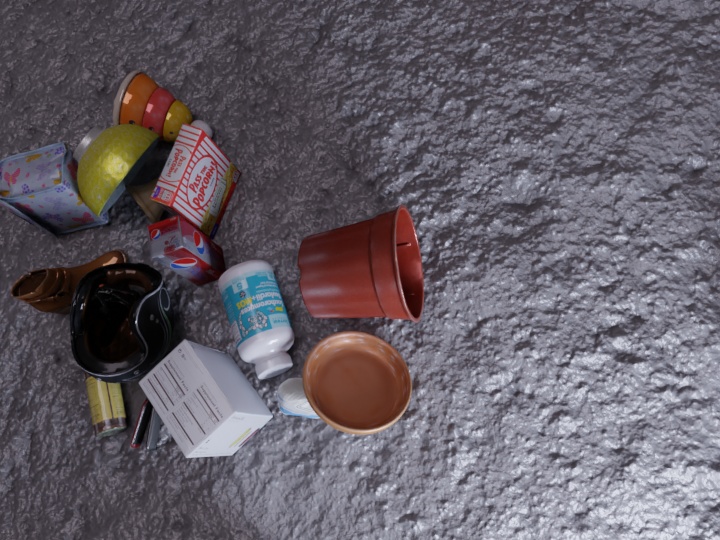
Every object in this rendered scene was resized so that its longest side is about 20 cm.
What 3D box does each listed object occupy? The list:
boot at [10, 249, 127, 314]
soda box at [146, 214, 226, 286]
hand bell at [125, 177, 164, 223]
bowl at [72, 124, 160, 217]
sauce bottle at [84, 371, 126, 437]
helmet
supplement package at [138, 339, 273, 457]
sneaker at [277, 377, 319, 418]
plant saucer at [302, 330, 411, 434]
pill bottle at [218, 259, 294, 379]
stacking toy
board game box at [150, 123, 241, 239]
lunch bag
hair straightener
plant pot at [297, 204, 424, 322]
[{"bbox_3d":[-0.572,0.015,1.286,0.198,0.155,0.074,-39,71,-1],"label":"boot"},{"bbox_3d":[-0.322,-0.033,1.223,0.068,0.200,0.065,-17,72,6],"label":"soda box"},{"bbox_3d":[-0.375,-0.190,1.347,0.199,0.105,0.104,-39,72,-14],"label":"hand bell"},{"bbox_3d":[-0.497,-0.219,1.280,0.107,0.200,0.202,37,85,-15],"label":"bowl"},{"bbox_3d":[-0.503,0.217,1.270,0.063,0.065,0.206,-18,72,6],"label":"sauce bottle"},{"bbox_3d":[-0.443,0.105,1.217,0.194,0.200,0.196,16,115,15],"label":"helmet"},{"bbox_3d":[-0.265,0.230,1.144,0.110,0.200,0.156,-41,72,-1],"label":"supplement package"},{"bbox_3d":[-0.054,0.235,1.179,0.193,0.074,0.073,3,47,0],"label":"sneaker"},{"bbox_3d":[-0.007,0.199,1.143,0.193,0.038,0.204,6,48,-6],"label":"plant saucer"},{"bbox_3d":[-0.189,0.093,1.211,0.108,0.111,0.205,-23,73,4],"label":"pill bottle"},{"bbox_3d":[-0.405,-0.320,1.365,0.194,0.146,0.150,19,80,0],"label":"stacking toy"},{"bbox_3d":[-0.313,-0.166,1.255,0.045,0.200,0.155,18,80,15],"label":"board game box"},{"bbox_3d":[-0.645,-0.152,1.336,0.193,0.170,0.131,-10,66,9],"label":"lunch bag"},{"bbox_3d":[-0.377,0.249,1.253,0.075,0.041,0.206,11,74,14],"label":"hair straightener"},{"bbox_3d":[0.000,0.000,1.164,0.189,0.200,0.208,-8,74,18],"label":"plant pot"}]
